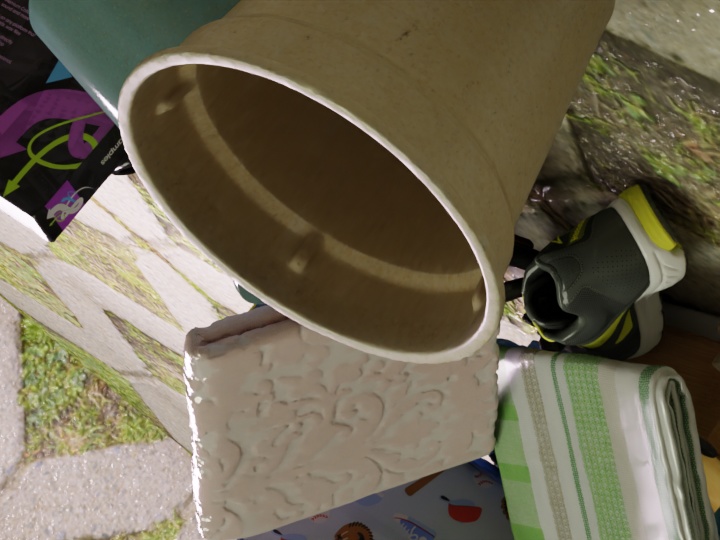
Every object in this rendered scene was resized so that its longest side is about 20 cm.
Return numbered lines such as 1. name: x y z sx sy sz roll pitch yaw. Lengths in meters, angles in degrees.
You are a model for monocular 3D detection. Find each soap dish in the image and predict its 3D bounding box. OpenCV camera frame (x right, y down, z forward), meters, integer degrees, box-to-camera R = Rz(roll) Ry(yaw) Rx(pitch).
1. soap dish: 0.238 0.111 1.624 0.200 0.081 0.157 47 165 -30

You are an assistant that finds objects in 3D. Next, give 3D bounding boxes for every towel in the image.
1. towel: -0.010 0.071 1.529 0.200 0.190 0.032 90 158 -52
2. towel: 0.140 0.117 1.546 0.200 0.031 0.150 8 112 62

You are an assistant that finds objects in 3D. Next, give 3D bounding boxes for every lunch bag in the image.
1. lunch bag: 0.020 0.186 1.675 0.200 0.160 0.076 28 151 14

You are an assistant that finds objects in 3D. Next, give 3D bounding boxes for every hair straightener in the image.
1. hair straightener: 0.100 0.021 1.626 0.200 0.041 0.077 21 -127 -73

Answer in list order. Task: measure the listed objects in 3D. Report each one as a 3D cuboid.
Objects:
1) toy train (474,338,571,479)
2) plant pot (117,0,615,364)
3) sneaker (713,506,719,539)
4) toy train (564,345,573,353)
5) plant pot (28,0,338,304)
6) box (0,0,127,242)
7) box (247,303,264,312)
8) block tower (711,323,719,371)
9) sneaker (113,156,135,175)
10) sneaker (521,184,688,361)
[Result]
1. toy train: 0.128 0.125 1.720 0.114 0.087 0.200 20 151 40
2. plant pot: 0.021 -0.091 1.220 0.200 0.184 0.201 27 152 16
3. sneaker: 0.272 0.161 1.510 0.130 0.080 0.200 11 149 -13
4. toy train: 0.191 0.124 1.815 0.200 0.085 0.114 30 156 32
5. plant pot: -0.060 -0.122 1.420 0.196 0.200 0.200 44 169 15
6. box: -0.187 -0.129 1.681 0.143 0.200 0.036 29 161 31
7. box: 0.000 0.000 1.614 0.070 0.200 0.064 35 167 12
8. block tower: 0.282 0.090 1.489 0.200 0.054 0.058 43 167 -18
9. sneaker: -0.165 -0.125 1.865 0.200 0.098 0.071 42 169 1
10. sneaker: 0.128 0.010 1.527 0.200 0.084 0.075 94 150 -69
